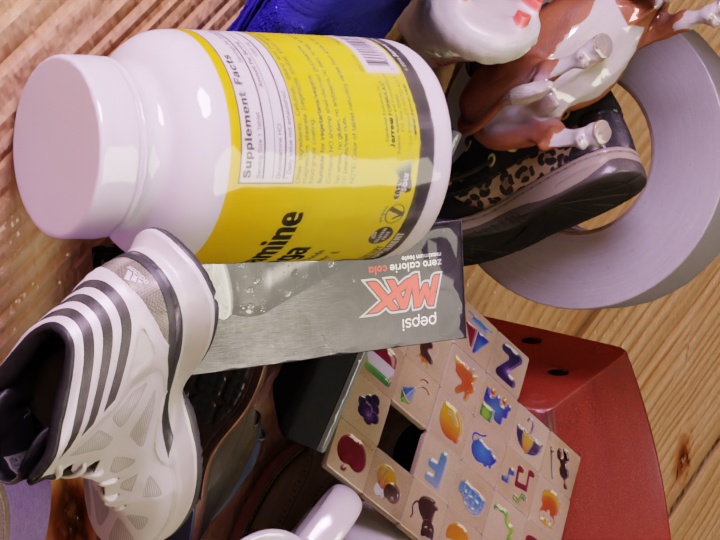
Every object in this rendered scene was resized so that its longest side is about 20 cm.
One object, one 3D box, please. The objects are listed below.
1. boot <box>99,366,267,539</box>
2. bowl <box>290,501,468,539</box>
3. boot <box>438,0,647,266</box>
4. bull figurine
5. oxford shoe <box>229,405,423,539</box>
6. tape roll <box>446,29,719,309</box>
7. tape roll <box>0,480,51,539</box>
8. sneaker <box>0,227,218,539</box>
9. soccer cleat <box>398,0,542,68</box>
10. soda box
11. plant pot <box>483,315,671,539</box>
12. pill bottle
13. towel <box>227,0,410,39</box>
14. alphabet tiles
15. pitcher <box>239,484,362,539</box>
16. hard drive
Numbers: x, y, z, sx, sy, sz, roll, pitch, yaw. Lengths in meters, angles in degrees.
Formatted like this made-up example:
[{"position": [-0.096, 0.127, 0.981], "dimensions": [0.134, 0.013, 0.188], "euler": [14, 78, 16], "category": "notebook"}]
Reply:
[{"position": [-0.091, 0.078, 1.312], "dimensions": [0.097, 0.074, 0.201], "euler": [-28, 140, -78], "category": "boot"}, {"position": [0.000, 0.223, 1.469], "dimensions": [0.199, 0.075, 0.200], "euler": [8, 124, -41], "category": "bowl"}, {"position": [0.081, -0.092, 1.446], "dimensions": [0.073, 0.199, 0.152], "euler": [10, 65, -48], "category": "boot"}, {"position": [0.140, -0.140, 1.339], "dimensions": [0.200, 0.121, 0.065], "euler": [-48, 115, -20], "category": "bull figurine"}, {"position": [-0.014, 0.142, 1.483], "dimensions": [0.201, 0.075, 0.070], "euler": [-53, 156, -8], "category": "oxford shoe"}, {"position": [0.152, -0.076, 1.491], "dimensions": [0.066, 0.199, 0.202], "euler": [2, 110, -64], "category": "tape roll"}, {"position": [-0.230, 0.139, 1.063], "dimensions": [0.200, 0.065, 0.201], "euler": [-46, 150, -37], "category": "tape roll"}, {"position": [-0.135, 0.076, 1.071], "dimensions": [0.115, 0.076, 0.201], "euler": [-32, 148, -35], "category": "sneaker"}, {"position": [0.058, -0.144, 1.314], "dimensions": [0.078, 0.069, 0.200], "euler": [-62, -167, 18], "category": "soccer cleat"}, {"position": [-0.041, 0.012, 1.222], "dimensions": [0.199, 0.063, 0.071], "euler": [-7, 96, -33], "category": "soda box"}, {"position": [0.096, 0.142, 1.602], "dimensions": [0.200, 0.198, 0.178], "euler": [-29, 126, -53], "category": "plant pot"}, {"position": [-0.062, -0.059, 1.118], "dimensions": [0.199, 0.112, 0.113], "euler": [-2, 116, -37], "category": "pill bottle"}, {"position": [0.001, -0.174, 1.211], "dimensions": [0.200, 0.050, 0.147], "euler": [-53, 168, 30], "category": "towel"}, {"position": [0.065, 0.104, 1.422], "dimensions": [0.200, 0.008, 0.168], "euler": [42, 49, -30], "category": "alphabet tiles"}, {"position": [-0.077, 0.217, 1.328], "dimensions": [0.172, 0.121, 0.200], "euler": [-47, 177, -44], "category": "pitcher"}, {"position": [0.000, 0.000, 1.371], "dimensions": [0.140, 0.033, 0.201], "euler": [-120, -127, -81], "category": "hard drive"}]
